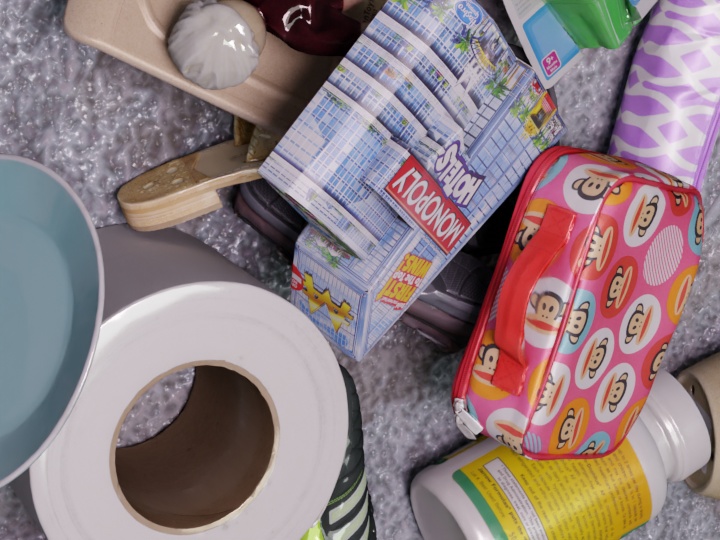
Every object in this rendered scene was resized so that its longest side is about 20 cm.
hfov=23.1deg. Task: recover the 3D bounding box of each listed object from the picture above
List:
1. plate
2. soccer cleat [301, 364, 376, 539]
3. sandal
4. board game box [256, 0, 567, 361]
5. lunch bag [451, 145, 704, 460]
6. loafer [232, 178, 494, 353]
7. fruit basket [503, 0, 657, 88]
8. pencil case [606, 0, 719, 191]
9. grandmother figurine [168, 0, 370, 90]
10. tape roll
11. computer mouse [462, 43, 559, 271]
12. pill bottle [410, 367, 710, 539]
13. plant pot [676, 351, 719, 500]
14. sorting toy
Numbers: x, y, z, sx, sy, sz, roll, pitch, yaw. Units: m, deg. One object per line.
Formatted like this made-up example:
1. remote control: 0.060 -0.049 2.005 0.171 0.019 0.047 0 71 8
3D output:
1. plate: -0.217 0.033 0.997 0.026 0.200 0.201 26 93 -55
2. soccer cleat: -0.022 0.158 1.206 0.081 0.067 0.201 -8 101 -59
3. sandal: -0.059 -0.098 1.095 0.211 0.078 0.070 -25 118 -12
4. board game box: 0.022 -0.052 1.034 0.200 0.062 0.200 -54 157 -1
5. lunch bag: 0.137 0.024 1.134 0.176 0.082 0.201 5 106 -56
6. loafer: 0.000 0.000 1.151 0.199 0.072 0.063 25 127 -16
7. fruit basket: 0.138 -0.247 1.112 0.185 0.093 0.200 -49 133 -26
8. pencil case: 0.228 -0.118 1.229 0.084 0.085 0.201 -2 112 -54
9. grandmother figurine: -0.025 -0.166 1.020 0.200 0.121 0.061 -35 152 -24
10. tape roll: -0.125 0.085 1.081 0.202 0.139 0.204 -8 108 -24
11. computer mouse: 0.088 -0.066 1.196 0.138 0.053 0.201 -17 120 -12
12. pill bottle: 0.146 0.149 1.255 0.199 0.113 0.113 -28 116 -18
13. plant pot: 0.341 0.111 1.320 0.199 0.187 0.188 -4 108 -12
14. sorting toy: -0.064 -0.181 1.054 0.199 0.036 0.186 22 72 -22
